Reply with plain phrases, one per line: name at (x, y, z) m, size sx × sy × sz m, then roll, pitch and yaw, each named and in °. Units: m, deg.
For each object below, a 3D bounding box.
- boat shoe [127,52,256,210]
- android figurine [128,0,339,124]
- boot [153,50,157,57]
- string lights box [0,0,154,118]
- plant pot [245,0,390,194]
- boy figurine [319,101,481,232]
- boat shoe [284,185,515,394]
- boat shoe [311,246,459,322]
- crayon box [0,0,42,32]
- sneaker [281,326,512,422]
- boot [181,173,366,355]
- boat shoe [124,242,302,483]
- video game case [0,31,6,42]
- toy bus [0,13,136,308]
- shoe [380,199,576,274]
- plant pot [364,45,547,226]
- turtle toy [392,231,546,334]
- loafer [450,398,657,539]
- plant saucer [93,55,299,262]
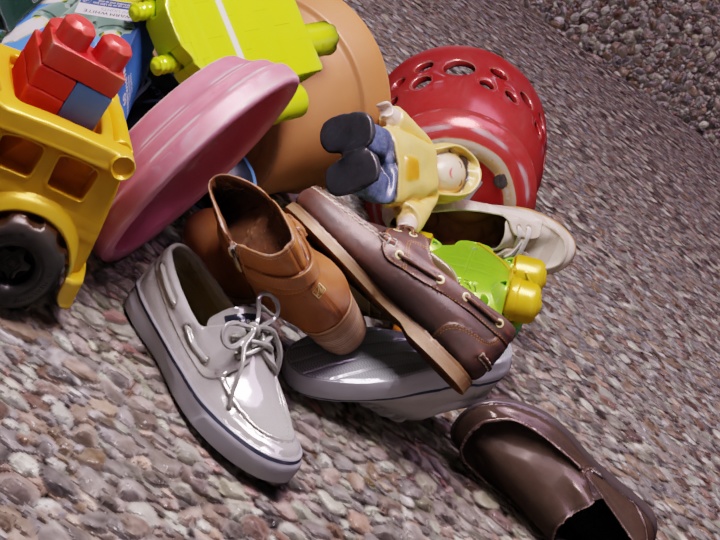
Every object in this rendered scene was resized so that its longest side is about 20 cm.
boat shoe at (-0.170, -0.126, 1.200) m, size 0.199 × 0.084 × 0.069 m, roll 36°, pitch 24°, yaw 4°
android figurine at (-0.105, -0.206, 1.181) m, size 0.199 × 0.041 × 0.184 m, roll -24°, pitch 91°, yaw -45°
boot at (-0.208, -0.277, 1.531) m, size 0.144 × 0.070 × 0.203 m, roll 156°, pitch -89°, yaw -83°
string lights box at (-0.228, -0.166, 1.135) m, size 0.102 × 0.059 × 0.201 m, roll 9°, pitch 47°, yaw 2°
plant pot at (-0.090, -0.153, 1.316) m, size 0.200 × 0.201 × 0.140 m, roll 40°, pitch 37°, yaw 11°
boy figurine at (0.042, -0.088, 1.299) m, size 0.199 × 0.064 × 0.126 m, roll 9°, pitch 72°, yaw -54°
boat shoe at (0.031, 0.003, 1.096) m, size 0.200 × 0.070 × 0.070 m, roll 44°, pitch -5°, yaw 3°
boat shoe at (0.000, 0.000, 1.192) m, size 0.198 × 0.074 × 0.065 m, roll 15°, pitch 2°, yaw 27°
crayon box at (-0.329, -0.269, 1.167) m, size 0.198 × 0.051 × 0.127 m, roll 17°, pitch 53°, yaw 27°
sneaker at (0.029, 0.090, 1.139) m, size 0.198 × 0.071 × 0.073 m, roll 0°, pitch 38°, yaw -23°
boot at (-0.086, -0.026, 1.074) m, size 0.199 × 0.074 × 0.155 m, roll 29°, pitch -14°, yaw 32°
boat shoe at (-0.089, 0.052, 1.001) m, size 0.074 × 0.086 × 0.202 m, roll 12°, pitch 31°, yaw -47°
video game case at (-0.272, -0.147, 1.229) m, size 0.182 × 0.022 × 0.200 m, roll 35°, pitch 22°, yaw -3°
toy bus at (-0.242, -0.096, 0.932) m, size 0.199 × 0.193 × 0.136 m, roll 22°, pitch 26°, yaw -29°
shoe at (0.114, -0.033, 1.392) m, size 0.198 × 0.071 × 0.053 m, roll 13°, pitch 17°, yaw -2°
plant pot at (0.099, -0.110, 1.492) m, size 0.199 × 0.201 × 0.183 m, roll 31°, pitch 28°, yaw -14°
turtle toy at (0.094, 0.028, 1.315) m, size 0.144 × 0.102 × 0.200 m, roll 14°, pitch 17°, yaw 7°
loafer at (0.161, 0.176, 1.150) m, size 0.199 × 0.073 × 0.071 m, roll 33°, pitch 21°, yaw -7°
plant saucer at (-0.133, -0.091, 1.069) m, size 0.051 × 0.200 × 0.201 m, roll 46°, pitch 21°, yaw 0°
